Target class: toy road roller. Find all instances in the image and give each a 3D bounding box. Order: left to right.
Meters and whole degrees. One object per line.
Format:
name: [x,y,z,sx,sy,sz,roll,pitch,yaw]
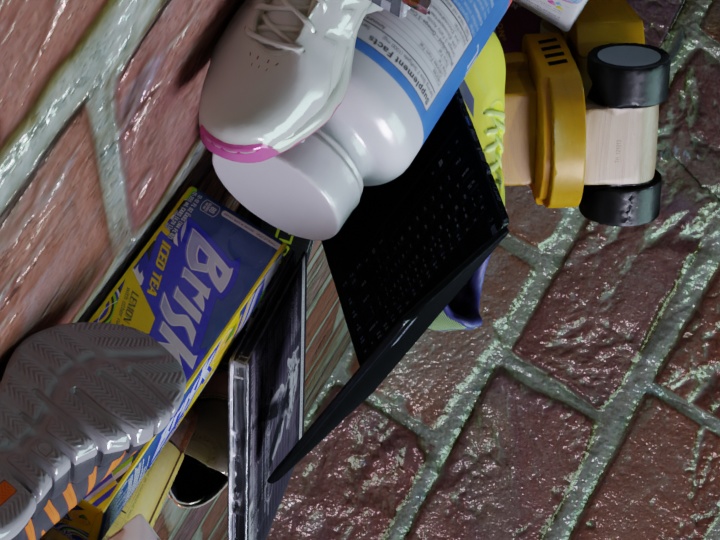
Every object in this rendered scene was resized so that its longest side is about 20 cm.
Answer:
toy road roller: [0.134,-0.119,1.165,0.200,0.145,0.123,-97,-175,-63]

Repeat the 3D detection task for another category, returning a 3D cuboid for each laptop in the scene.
laptop: [0.000,0.000,0.984,0.177,0.103,0.200,-51,-135,42]

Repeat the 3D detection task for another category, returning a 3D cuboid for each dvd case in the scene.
dvd case: [-0.059,0.088,1.039,0.200,0.016,0.149,-66,159,-69]

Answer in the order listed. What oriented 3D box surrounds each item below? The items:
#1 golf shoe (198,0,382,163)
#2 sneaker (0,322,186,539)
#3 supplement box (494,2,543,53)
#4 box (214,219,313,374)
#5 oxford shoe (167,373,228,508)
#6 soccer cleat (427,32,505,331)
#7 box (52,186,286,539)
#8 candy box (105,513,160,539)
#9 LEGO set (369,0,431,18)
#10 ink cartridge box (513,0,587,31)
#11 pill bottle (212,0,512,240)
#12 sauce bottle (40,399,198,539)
golf shoe: [-0.026,-0.145,0.823,0.200,0.075,0.092,-60,161,-27]
sneaker: [-0.168,0.103,0.791,0.200,0.078,0.112,-36,162,-53]
supplement box: [0.096,-0.210,1.293,0.200,0.131,0.103,-62,176,11]
box: [-0.073,0.029,1.229,0.200,0.047,0.194,111,-6,-64]
oxford shoe: [-0.130,0.133,1.156,0.200,0.071,0.074,-41,-154,57]
soccer cleat: [0.072,-0.057,1.055,0.065,0.084,0.201,4,101,-44]
box: [-0.121,0.051,0.911,0.200,0.070,0.064,-58,177,-34]
candy box: [-0.181,0.228,0.877,0.168,0.072,0.200,-35,173,-27]
LEGO set: [0.020,-0.193,0.619,0.200,0.116,0.154,-59,176,-18]
ink cartridge box: [0.099,-0.240,1.036,0.085,0.144,0.200,-59,176,-2]
pill bottle: [0.000,-0.119,0.926,0.200,0.112,0.112,-58,175,-23]
sauce bottle: [-0.146,0.115,1.061,0.066,0.066,0.200,112,1,-62]
